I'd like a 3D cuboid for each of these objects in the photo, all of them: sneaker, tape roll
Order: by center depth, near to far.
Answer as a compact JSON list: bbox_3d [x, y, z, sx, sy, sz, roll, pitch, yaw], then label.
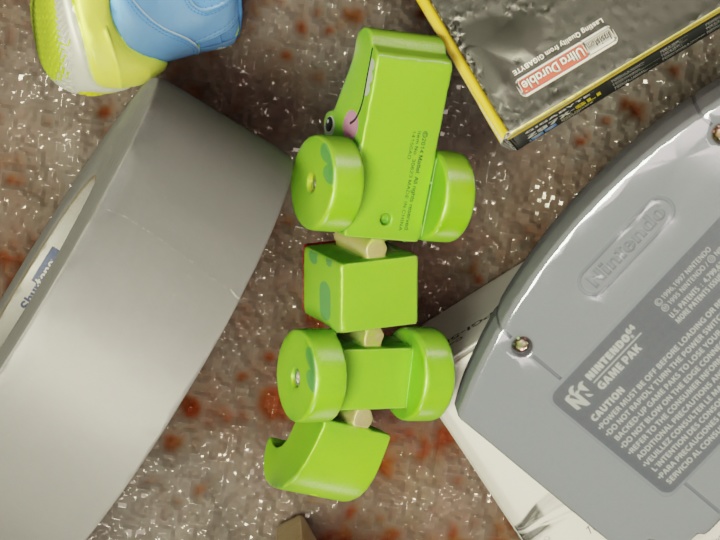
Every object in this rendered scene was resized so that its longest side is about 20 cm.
[{"bbox_3d":[-0.106,0.022,1.091,0.066,0.200,0.200,31,101,-9],"label":"tape roll"},{"bbox_3d":[-0.091,-0.175,1.116,0.105,0.076,0.200,-9,106,-20],"label":"sneaker"}]

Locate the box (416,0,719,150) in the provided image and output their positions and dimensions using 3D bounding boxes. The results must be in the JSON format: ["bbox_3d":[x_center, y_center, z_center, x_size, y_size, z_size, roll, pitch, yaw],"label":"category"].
[{"bbox_3d":[0.104,-0.168,1.104,0.200,0.049,0.160,-30,82,6],"label":"box"}]

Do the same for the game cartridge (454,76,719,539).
[{"bbox_3d":[0.138,0.013,1.094,0.133,0.040,0.200,39,104,-15],"label":"game cartridge"}]

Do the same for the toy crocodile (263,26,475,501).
[{"bbox_3d":[0.000,0.000,1.101,0.067,0.062,0.200,-1,105,-28],"label":"toy crocodile"}]

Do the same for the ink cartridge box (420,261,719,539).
[{"bbox_3d":[0.134,0.077,1.178,0.147,0.083,0.200,-32,104,6],"label":"ink cartridge box"}]

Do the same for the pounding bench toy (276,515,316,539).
[{"bbox_3d":[-0.032,0.236,1.191,0.156,0.124,0.200,-27,105,4],"label":"pounding bench toy"}]
